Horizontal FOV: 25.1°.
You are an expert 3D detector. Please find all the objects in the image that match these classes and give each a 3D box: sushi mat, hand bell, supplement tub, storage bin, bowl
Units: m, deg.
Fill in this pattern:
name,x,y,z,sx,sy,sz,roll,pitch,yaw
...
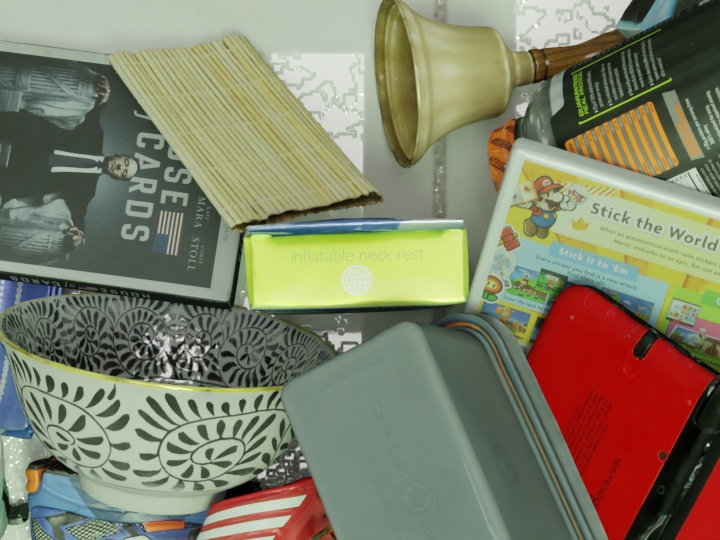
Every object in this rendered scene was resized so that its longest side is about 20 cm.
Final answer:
name,x,y,z,sx,sy,sz,roll,pitch,yaw
sushi mat,-0.072,-0.087,0.957,0.095,0.012,0.200,-14,41,-23
hand bell,0.116,-0.128,1.012,0.198,0.104,0.105,-8,85,-13
supplement tub,0.181,-0.079,0.935,0.199,0.122,0.124,-24,85,24
storage bin,0.032,0.122,0.834,0.145,0.134,0.202,-27,72,13
bowl,-0.117,0.083,0.945,0.198,0.201,0.095,9,101,2

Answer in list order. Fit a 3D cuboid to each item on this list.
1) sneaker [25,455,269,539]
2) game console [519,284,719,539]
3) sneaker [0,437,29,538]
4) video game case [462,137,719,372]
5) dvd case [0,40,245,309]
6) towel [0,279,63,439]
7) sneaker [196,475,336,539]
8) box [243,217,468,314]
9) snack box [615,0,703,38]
name,x,y,z,sx,sy,sz,roll,pitch,yaw
sneaker,-0.111,0.166,0.995,0.198,0.075,0.079,10,97,8
game console,0.165,0.130,0.915,0.172,0.118,0.202,37,113,32
sneaker,-0.247,0.195,0.958,0.073,0.118,0.202,12,68,-1
video game case,0.156,0.038,0.912,0.198,0.023,0.184,17,116,4
dvd case,-0.167,-0.063,1.018,0.197,0.025,0.152,7,77,2
towel,-0.287,0.021,1.026,0.198,0.024,0.147,8,85,2
sneaker,-0.002,0.181,0.917,0.198,0.078,0.117,19,76,-12
box,0.000,0.000,0.933,0.120,0.200,0.048,-2,88,1
snack box,0.259,-0.198,1.005,0.116,0.037,0.201,35,87,-21
